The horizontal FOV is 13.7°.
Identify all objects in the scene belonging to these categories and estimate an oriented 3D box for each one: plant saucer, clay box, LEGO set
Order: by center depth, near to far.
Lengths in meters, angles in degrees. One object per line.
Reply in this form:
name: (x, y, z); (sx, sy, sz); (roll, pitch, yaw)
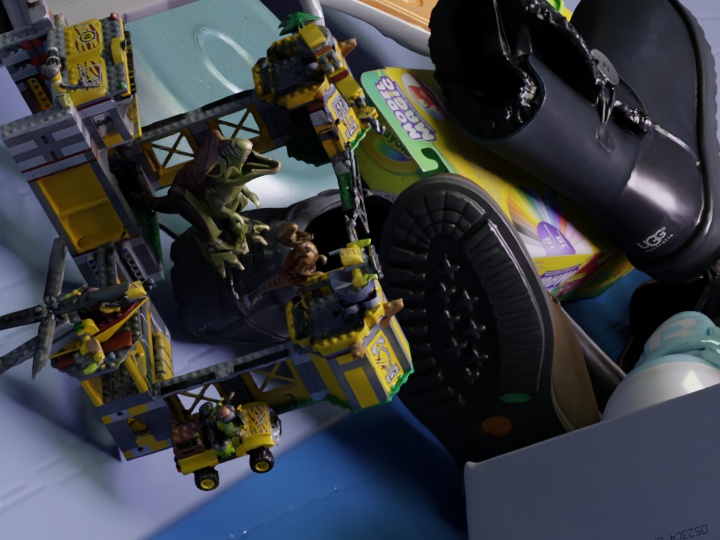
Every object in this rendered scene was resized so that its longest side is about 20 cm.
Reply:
LEGO set: (-0.064, -0.032, 1.117); (0.116, 0.153, 0.200); (64, 20, -45)
plant saucer: (-0.068, -0.083, 1.331); (0.200, 0.036, 0.200); (37, 26, -22)
clay box: (0.060, -0.040, 1.454); (0.115, 0.048, 0.200); (55, 24, 15)

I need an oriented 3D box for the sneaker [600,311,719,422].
sneaker: (0.135, 0.054, 1.286); (0.200, 0.074, 0.082); (48, 24, -69)

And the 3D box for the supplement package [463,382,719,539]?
supplement package: (0.179, 0.139, 1.177); (0.200, 0.191, 0.148); (19, 59, -45)

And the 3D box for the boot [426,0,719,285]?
boot: (0.103, -0.105, 1.465); (0.168, 0.076, 0.201); (38, 32, -38)

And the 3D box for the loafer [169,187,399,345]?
loafer: (0.000, 0.000, 1.262); (0.200, 0.070, 0.068); (-4, 83, -58)

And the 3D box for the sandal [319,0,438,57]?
sandal: (-0.011, -0.166, 1.473); (0.206, 0.059, 0.079); (21, 27, -19)

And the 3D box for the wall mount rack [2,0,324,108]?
wall mount rack: (-0.099, -0.139, 1.249); (0.075, 0.199, 0.174); (88, -18, -59)

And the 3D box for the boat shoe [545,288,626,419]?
boat shoe: (0.118, 0.074, 1.372); (0.200, 0.057, 0.067); (38, 26, -19)

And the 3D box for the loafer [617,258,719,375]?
loafer: (0.161, 0.026, 1.504); (0.063, 0.072, 0.200); (37, 29, -11)

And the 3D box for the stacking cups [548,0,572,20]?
stacking cups: (0.049, -0.162, 1.603); (0.200, 0.060, 0.061); (40, 26, -17)

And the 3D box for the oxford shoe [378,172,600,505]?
oxford shoe: (0.053, 0.029, 1.252); (0.085, 0.072, 0.200); (-84, 160, -48)
